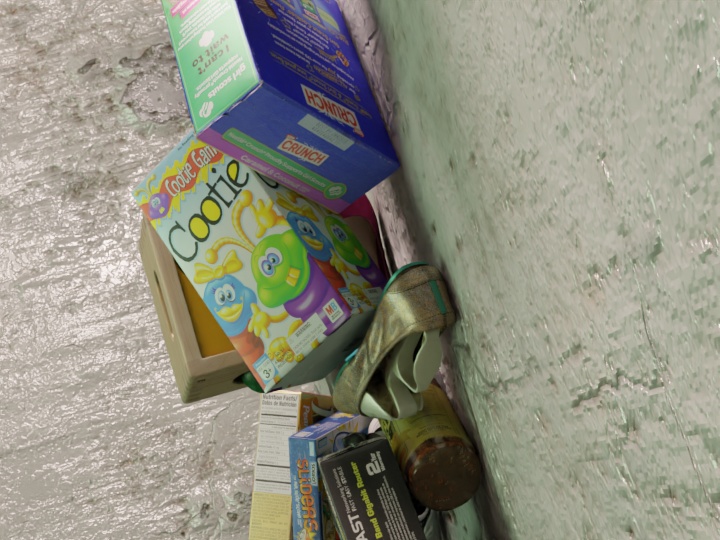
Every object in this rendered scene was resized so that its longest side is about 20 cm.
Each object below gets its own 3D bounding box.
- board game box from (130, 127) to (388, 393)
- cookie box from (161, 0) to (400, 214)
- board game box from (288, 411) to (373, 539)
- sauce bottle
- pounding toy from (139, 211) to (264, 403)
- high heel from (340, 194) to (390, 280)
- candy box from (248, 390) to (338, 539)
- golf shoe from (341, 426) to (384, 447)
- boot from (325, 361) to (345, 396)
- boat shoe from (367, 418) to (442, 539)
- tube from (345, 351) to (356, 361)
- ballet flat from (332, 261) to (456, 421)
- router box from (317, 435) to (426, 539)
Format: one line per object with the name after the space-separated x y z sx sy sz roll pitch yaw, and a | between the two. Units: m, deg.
-0.075 -0.017 1.102 0.201 0.105 0.103 54 -158 14 | board game box
-0.070 -0.166 1.096 0.170 0.075 0.202 27 -145 -46 | cookie box
-0.011 0.218 1.445 0.199 0.034 0.137 -19 -72 -62 | board game box
0.048 0.125 1.153 0.200 0.065 0.067 -117 13 -66 | sauce bottle
-0.082 0.027 1.217 0.142 0.182 0.202 120 133 -68 | pounding toy
0.000 0.000 1.283 0.096 0.067 0.202 -128 25 -62 | high heel
-0.064 0.231 1.440 0.115 0.055 0.203 19 -107 -63 | candy box
0.032 0.192 1.319 0.200 0.093 0.079 104 144 -75 | golf shoe
-0.021 0.142 1.552 0.182 0.072 0.203 -40 -56 -58 | boot
0.053 0.248 1.428 0.069 0.071 0.203 -127 31 -73 | boat shoe
0.009 0.081 1.400 0.200 0.076 0.051 -123 44 -59 | tube
0.026 0.076 1.069 0.068 0.067 0.201 58 151 26 | ballet flat
0.031 0.253 1.089 0.150 0.061 0.202 80 168 -62 | router box
